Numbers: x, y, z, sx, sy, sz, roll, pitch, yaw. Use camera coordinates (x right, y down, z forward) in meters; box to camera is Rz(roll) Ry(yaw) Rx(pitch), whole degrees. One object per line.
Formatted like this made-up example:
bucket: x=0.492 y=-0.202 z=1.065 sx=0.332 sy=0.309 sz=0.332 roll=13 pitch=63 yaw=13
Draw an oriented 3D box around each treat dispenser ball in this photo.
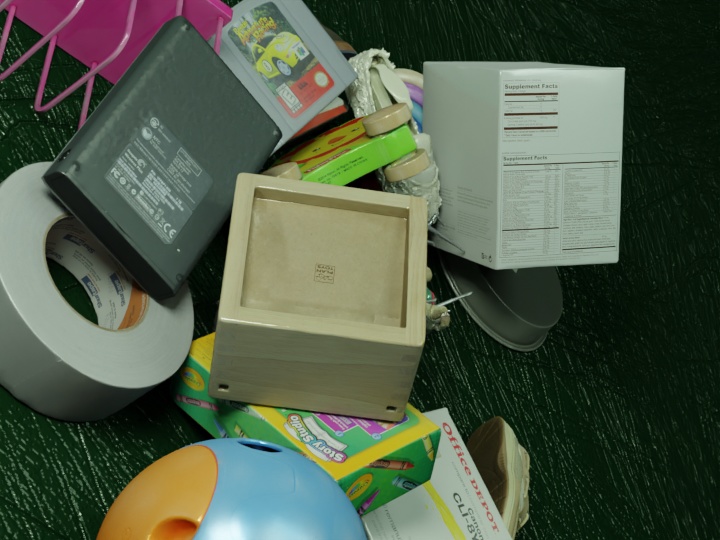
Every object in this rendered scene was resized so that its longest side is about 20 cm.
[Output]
treat dispenser ball: x=-0.091 y=0.219 z=1.119 sx=0.201 sy=0.201 sz=0.201 roll=34 pitch=38 yaw=-32

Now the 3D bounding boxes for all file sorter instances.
file sorter: x=-0.234 y=-0.204 z=1.367 sx=0.200 sy=0.139 sz=0.125 roll=34 pitch=39 yaw=-32

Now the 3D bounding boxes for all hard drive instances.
hard drive: x=-0.154 y=-0.094 z=1.285 sx=0.140 sy=0.033 sz=0.200 roll=49 pitch=50 yaw=-23

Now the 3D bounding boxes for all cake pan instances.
cake pan: x=0.164 y=-0.003 z=1.826 sx=0.200 sy=0.037 sz=0.200 roll=34 pitch=38 yaw=-32

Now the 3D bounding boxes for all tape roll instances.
tape roll: x=-0.227 y=0.016 z=1.247 sx=0.200 sy=0.066 sz=0.200 roll=33 pitch=39 yaw=-33

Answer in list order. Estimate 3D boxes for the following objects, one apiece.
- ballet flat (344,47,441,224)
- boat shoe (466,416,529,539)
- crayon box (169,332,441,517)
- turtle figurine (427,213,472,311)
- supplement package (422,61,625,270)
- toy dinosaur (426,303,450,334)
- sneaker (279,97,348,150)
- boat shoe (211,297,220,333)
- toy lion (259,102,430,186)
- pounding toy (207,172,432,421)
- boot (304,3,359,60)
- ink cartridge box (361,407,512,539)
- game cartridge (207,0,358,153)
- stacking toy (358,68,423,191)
ballet flat: x=0.037 y=-0.143 z=1.648 sx=0.072 sy=0.072 sz=0.200 roll=-8 pitch=70 yaw=-56
boat shoe: x=0.138 y=0.228 z=1.552 sx=0.065 sy=0.072 sz=0.200 roll=44 pitch=28 yaw=-20
crayon box: x=-0.047 y=0.116 z=1.291 sx=0.119 sy=0.058 sz=0.200 roll=-21 pitch=45 yaw=-40
turtle figurine: x=0.022 y=0.012 z=1.560 sx=0.200 sy=0.101 sz=0.150 roll=12 pitch=44 yaw=-32
supplement package: x=0.166 y=-0.116 z=1.658 sx=0.147 sy=0.191 sz=0.200 roll=-4 pitch=101 yaw=-21
toy dinosaur: x=0.000 y=0.000 z=1.469 sx=0.200 sy=0.047 sz=0.088 roll=15 pitch=84 yaw=-12
sneaker: x=-0.090 y=-0.179 z=1.607 sx=0.108 sy=0.067 sz=0.201 roll=58 pitch=34 yaw=-2
boat shoe: x=-0.063 y=0.067 z=1.453 sx=0.200 sy=0.073 sz=0.063 roll=26 pitch=85 yaw=-47
toy lion: x=-0.035 y=-0.103 z=1.539 sx=0.200 sy=0.192 sz=0.069 roll=-30 pitch=105 yaw=-19
pounding toy: x=-0.021 y=0.019 z=1.289 sx=0.184 sy=0.142 sz=0.200 roll=8 pitch=48 yaw=-5
boot: x=-0.093 y=-0.251 z=1.687 sx=0.200 sy=0.075 sz=0.097 roll=9 pitch=37 yaw=-51
ink cartridge box: x=0.028 y=0.212 z=1.401 sx=0.200 sy=0.083 sz=0.145 roll=-6 pitch=66 yaw=-55
game cartridge: x=-0.088 y=-0.200 z=1.544 sx=0.133 sy=0.041 sz=0.200 roll=49 pitch=38 yaw=-6
stacking toy: x=0.033 y=-0.130 z=1.726 sx=0.085 sy=0.085 sz=0.200 roll=40 pitch=40 yaw=-25
